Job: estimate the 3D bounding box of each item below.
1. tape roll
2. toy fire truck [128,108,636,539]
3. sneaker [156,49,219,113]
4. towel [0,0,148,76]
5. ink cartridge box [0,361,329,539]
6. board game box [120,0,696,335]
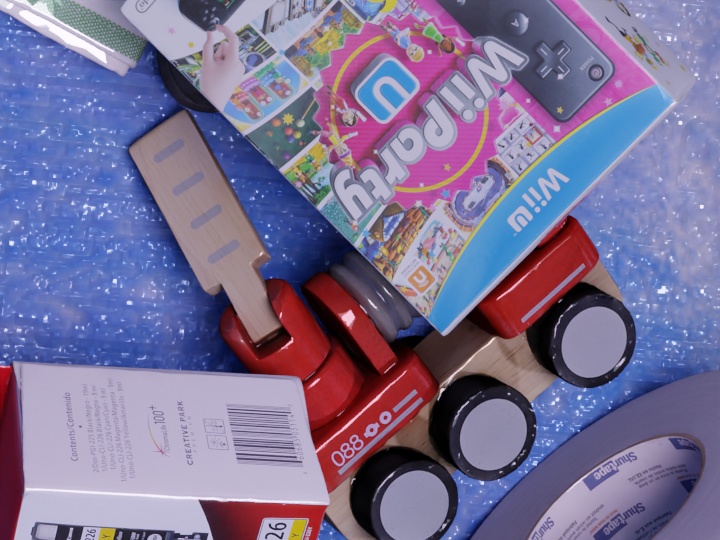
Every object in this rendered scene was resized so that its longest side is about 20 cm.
[{"bbox_3d":[0.135,0.135,1.103,0.200,0.200,0.066,-41,106,-8],"label":"tape roll"},{"bbox_3d":[0.000,0.000,1.102,0.176,0.129,0.200,-41,116,-9],"label":"toy fire truck"},{"bbox_3d":[0.007,-0.131,1.072,0.200,0.115,0.076,-29,106,-16],"label":"sneaker"},{"bbox_3d":[-0.126,-0.209,1.079,0.149,0.031,0.200,27,86,-20],"label":"towel"},{"bbox_3d":[-0.125,0.142,1.041,0.175,0.084,0.200,4,128,-16],"label":"ink cartridge box"},{"bbox_3d":[0.021,-0.097,1.008,0.200,0.064,0.148,45,110,2],"label":"board game box"}]
